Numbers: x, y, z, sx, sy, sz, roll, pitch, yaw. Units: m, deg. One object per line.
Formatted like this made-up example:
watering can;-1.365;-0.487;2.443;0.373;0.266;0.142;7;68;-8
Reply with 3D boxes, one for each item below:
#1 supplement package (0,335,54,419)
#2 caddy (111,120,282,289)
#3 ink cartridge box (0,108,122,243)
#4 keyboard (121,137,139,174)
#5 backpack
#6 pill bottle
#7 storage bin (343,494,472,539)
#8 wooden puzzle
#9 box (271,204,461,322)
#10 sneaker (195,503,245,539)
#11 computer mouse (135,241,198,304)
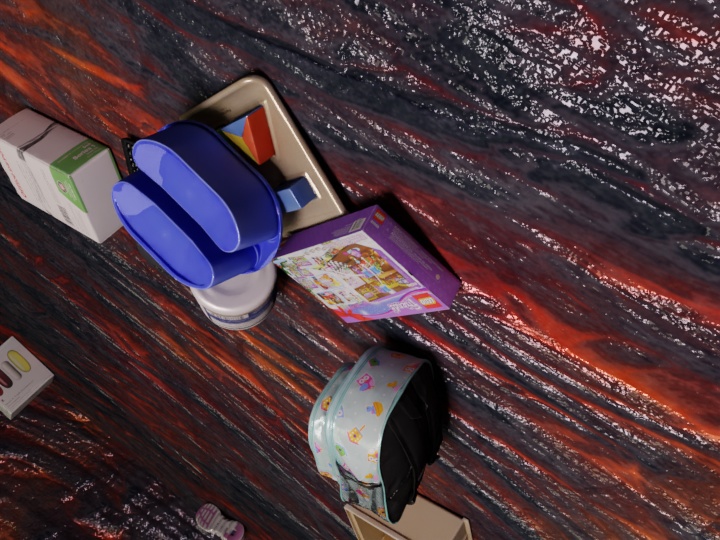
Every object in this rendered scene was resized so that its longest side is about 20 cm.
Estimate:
supplement package;-1.218;0.375;2.557;0.200;0.191;0.147;44;148;-5
caddy;-0.181;-0.076;0.833;0.200;0.105;0.141;45;124;5
ink cartridge box;-0.474;-0.153;1.164;0.200;0.084;0.146;27;146;24
keyboard;-0.298;-0.090;1.064;0.104;0.040;0.200;20;137;21
backpack;0.023;0.198;0.958;0.153;0.176;0.200;22;140;23
pill bottle;-0.167;0.019;0.985;0.111;0.111;0.200;40;166;3
storage bin;0.095;0.481;1.307;0.199;0.094;0.199;19;142;32
wooden puzzle;-0.118;-0.113;0.851;0.185;0.046;0.200;-8;124;52
box;0.000;0.000;0.841;0.137;0.039;0.200;41;152;-23
sneaker;-0.450;0.835;2.385;0.200;0.081;0.089;21;151;30
computer mouse;-0.291;-0.009;1.175;0.200;0.046;0.140;51;149;-15
